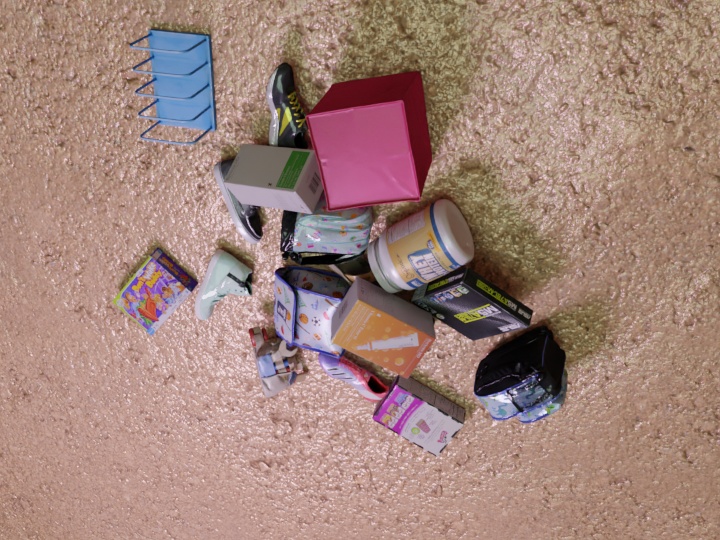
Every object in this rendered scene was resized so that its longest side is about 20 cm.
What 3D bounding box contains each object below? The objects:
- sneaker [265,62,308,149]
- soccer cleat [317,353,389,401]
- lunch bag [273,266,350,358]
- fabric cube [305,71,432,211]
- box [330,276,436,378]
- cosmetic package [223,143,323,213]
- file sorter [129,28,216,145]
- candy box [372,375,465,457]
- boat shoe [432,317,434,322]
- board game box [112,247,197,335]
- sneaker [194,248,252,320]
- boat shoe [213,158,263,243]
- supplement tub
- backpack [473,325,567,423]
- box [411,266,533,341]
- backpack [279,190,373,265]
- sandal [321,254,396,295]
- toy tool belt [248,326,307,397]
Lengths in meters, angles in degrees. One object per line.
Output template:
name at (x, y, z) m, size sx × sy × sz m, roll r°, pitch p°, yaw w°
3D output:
sneaker at (-0.140, -0.327, 1.487) m, size 0.083 × 0.075 × 0.203 m, roll 21°, pitch 133°, yaw 21°
soccer cleat at (-0.016, 0.255, 1.791) m, size 0.199 × 0.067 × 0.076 m, roll 39°, pitch 140°, yaw -15°
lunch bag at (-0.116, 0.093, 1.701) m, size 0.196 × 0.124 × 0.173 m, roll 15°, pitch 121°, yaw 18°
fabric cube at (0.027, -0.254, 1.417) m, size 0.192 × 0.200 × 0.204 m, roll -4°, pitch 118°, yaw 15°
box at (0.048, 0.125, 1.578) m, size 0.197 × 0.098 × 0.126 m, roll 26°, pitch 115°, yaw -15°
cosmetic package at (-0.175, -0.193, 1.512) m, size 0.196 × 0.109 × 0.085 m, roll 10°, pitch 157°, yaw 30°
file sorter at (-0.389, -0.378, 1.500) m, size 0.136 × 0.123 × 0.204 m, roll 8°, pitch 121°, yaw 9°
candy box at (0.147, 0.362, 1.818) m, size 0.198 × 0.061 × 0.137 m, roll 31°, pitch 122°, yaw -3°
boat shoe at (0.074, 0.110, 1.666) m, size 0.195 × 0.073 × 0.068 m, roll 11°, pitch 155°, yaw -8°
board game box at (-0.520, 0.056, 1.827) m, size 0.134 × 0.045 × 0.200 m, roll 42°, pitch 121°, yaw -11°
sneaker at (-0.328, 0.060, 1.758) m, size 0.117 × 0.074 × 0.203 m, roll 28°, pitch 120°, yaw 5°
boat shoe at (-0.259, -0.158, 1.628) m, size 0.065 × 0.070 × 0.203 m, roll -15°, pitch 107°, yaw 23°
supplement tub at (0.128, -0.047, 1.539) m, size 0.198 × 0.145 × 0.146 m, roll -26°, pitch 110°, yaw 26°
backpack at (0.362, 0.251, 1.627) m, size 0.198 × 0.184 × 0.148 m, roll -29°, pitch 108°, yaw 32°
box at (0.238, 0.078, 1.567) m, size 0.191 × 0.048 × 0.199 m, roll 34°, pitch 152°, yaw -19°
backpack at (-0.071, -0.099, 1.558) m, size 0.195 × 0.169 × 0.128 m, roll 5°, pitch 132°, yaw -2°
sandal at (0.000, 0.000, 1.635) m, size 0.199 × 0.081 × 0.054 m, roll 38°, pitch 145°, yaw -4°
toy tool belt at (-0.203, 0.213, 1.807) m, size 0.120 × 0.125 × 0.204 m, roll -16°, pitch 122°, yaw -13°
